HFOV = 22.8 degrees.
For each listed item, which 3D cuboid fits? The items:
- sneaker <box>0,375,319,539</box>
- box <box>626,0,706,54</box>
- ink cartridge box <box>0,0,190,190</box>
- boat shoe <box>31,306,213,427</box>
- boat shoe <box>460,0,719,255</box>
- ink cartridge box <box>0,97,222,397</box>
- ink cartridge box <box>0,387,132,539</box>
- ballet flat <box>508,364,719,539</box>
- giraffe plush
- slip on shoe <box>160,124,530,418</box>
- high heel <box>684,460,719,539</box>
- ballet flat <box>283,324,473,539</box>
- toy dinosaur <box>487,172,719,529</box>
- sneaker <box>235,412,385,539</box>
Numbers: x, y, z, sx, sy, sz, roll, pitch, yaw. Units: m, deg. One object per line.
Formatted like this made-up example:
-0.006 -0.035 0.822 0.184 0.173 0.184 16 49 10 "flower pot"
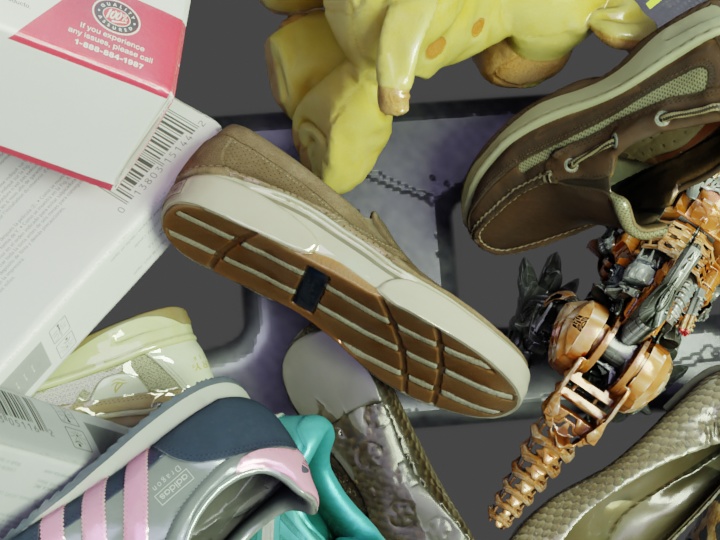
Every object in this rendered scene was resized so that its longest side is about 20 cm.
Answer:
-0.105 0.136 0.801 0.200 0.070 0.082 -44 55 -12 "sneaker"
0.209 -0.197 0.962 0.199 0.048 0.194 -37 90 -6 "box"
-0.156 -0.159 0.854 0.144 0.084 0.201 19 51 -19 "ink cartridge box"
-0.169 0.084 0.902 0.199 0.073 0.064 -23 83 -13 "boat shoe"
0.120 -0.049 0.851 0.074 0.202 0.075 16 54 -31 "boat shoe"
-0.192 -0.032 0.896 0.175 0.045 0.200 31 66 23 "ink cartridge box"
-0.204 0.141 0.844 0.200 0.160 0.047 -44 56 14 "ink cartridge box"
0.136 0.126 0.892 0.200 0.046 0.068 -41 124 -10 "ballet flat"
0.051 -0.141 0.887 0.161 0.200 0.174 -9 84 -21 "giraffe plush"
0.000 0.000 0.872 0.199 0.076 0.061 29 56 -2 "slip on shoe"
0.131 0.176 0.919 0.141 0.071 0.202 12 84 2 "high heel"
0.015 0.121 0.922 0.067 0.046 0.201 -25 91 5 "ballet flat"
0.121 0.032 0.893 0.199 0.136 0.103 -35 90 -6 "toy dinosaur"
-0.013 0.165 0.865 0.079 0.077 0.202 -24 89 25 "sneaker"
